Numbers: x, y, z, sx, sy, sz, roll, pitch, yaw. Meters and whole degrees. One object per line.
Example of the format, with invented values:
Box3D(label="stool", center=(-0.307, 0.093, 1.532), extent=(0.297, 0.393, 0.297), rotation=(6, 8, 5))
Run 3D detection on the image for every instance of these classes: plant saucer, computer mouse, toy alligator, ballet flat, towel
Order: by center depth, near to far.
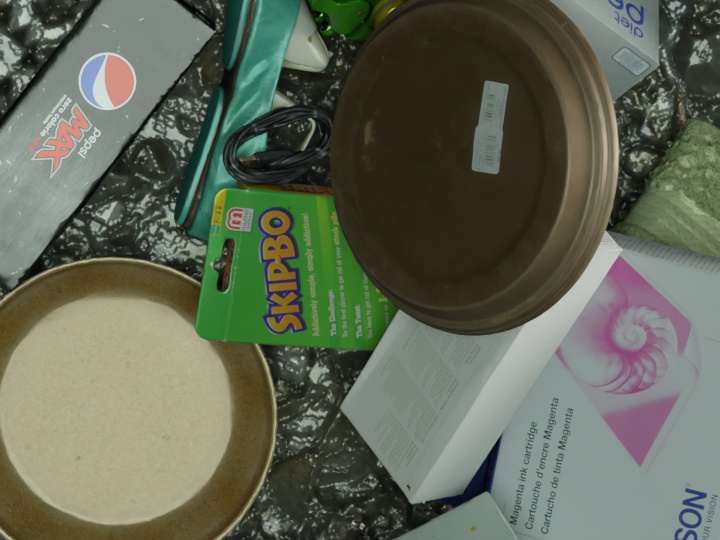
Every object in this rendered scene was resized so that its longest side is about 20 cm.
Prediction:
Box3D(label="plant saucer", center=(0.054, -0.064, 1.309), extent=(0.200, 0.029, 0.201), rotation=(1, 91, 40))
Box3D(label="toy alligator", center=(0.000, -0.156, 1.383), extent=(0.200, 0.059, 0.054), rotation=(1, 135, -36))
Box3D(label="computer mouse", center=(0.011, -0.072, 1.409), extent=(0.199, 0.034, 0.059), rotation=(-1, 92, -21))
Box3D(label="ballet flat", center=(-0.057, -0.112, 1.409), extent=(0.070, 0.067, 0.201), rotation=(11, 103, -14))
Box3D(label="towel", center=(0.242, 0.014, 1.434), extent=(0.200, 0.036, 0.149), rotation=(39, 74, -6))
Box3D(label="plant saucer", center=(-0.150, 0.088, 1.446), extent=(0.200, 0.035, 0.201), rotation=(0, 99, -2))

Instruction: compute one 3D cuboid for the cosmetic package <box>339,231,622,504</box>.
Box3D(label="cosmetic package", center=(0.068, 0.036, 1.367), extent=(0.051, 0.083, 0.200), rotation=(-3, 135, -42))

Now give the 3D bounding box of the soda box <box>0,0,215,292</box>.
Box3D(label="soda box", center=(-0.172, -0.087, 1.404), extent=(0.071, 0.063, 0.200), rotation=(38, 96, -8))

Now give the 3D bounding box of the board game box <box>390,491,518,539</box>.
Box3D(label="board game box", center=(0.044, 0.244, 1.412), extent=(0.147, 0.064, 0.200), rotation=(-25, 132, -6))

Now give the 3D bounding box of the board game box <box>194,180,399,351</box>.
Box3D(label="board game box", center=(0.000, 0.000, 1.415), extent=(0.199, 0.030, 0.096), rotation=(4, 107, -22))

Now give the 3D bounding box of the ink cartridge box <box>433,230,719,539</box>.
Box3D(label="ink cartridge box", center=(0.135, 0.076, 1.389), extent=(0.199, 0.043, 0.197), rotation=(14, 106, 15))

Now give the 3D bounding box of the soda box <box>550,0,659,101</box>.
Box3D(label="soda box", center=(0.083, -0.175, 1.365), extent=(0.200, 0.068, 0.063), rotation=(33, 130, -24))
